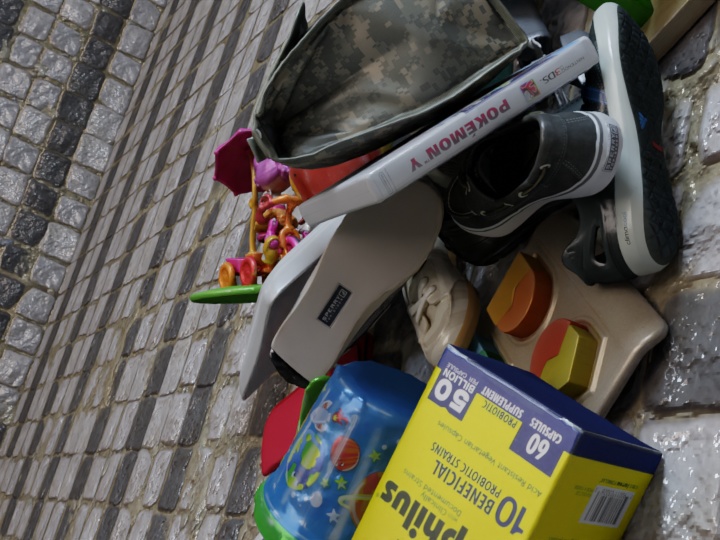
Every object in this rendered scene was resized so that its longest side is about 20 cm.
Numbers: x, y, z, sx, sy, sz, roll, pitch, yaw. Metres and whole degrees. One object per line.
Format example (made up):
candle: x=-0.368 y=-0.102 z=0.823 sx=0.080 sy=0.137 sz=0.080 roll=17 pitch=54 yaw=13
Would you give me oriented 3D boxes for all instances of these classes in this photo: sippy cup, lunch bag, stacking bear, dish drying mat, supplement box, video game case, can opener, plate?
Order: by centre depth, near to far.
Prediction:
supplement box: x=0.072 y=0.165 z=0.669 sx=0.108 sy=0.109 sz=0.202 roll=30 pitch=96 yaw=41
video game case: x=0.054 y=-0.092 z=0.796 sx=0.181 sy=0.023 sz=0.200 roll=-33 pitch=6 yaw=-14
lunch bag: x=0.003 y=-0.146 z=0.817 sx=0.199 sy=0.118 sz=0.164 roll=-32 pitch=4 yaw=1
sippy cup: x=0.004 y=0.144 z=0.829 sx=0.177 sy=0.139 sz=0.132 roll=29 pitch=107 yaw=24
can opener: x=0.164 y=-0.189 z=0.945 sx=0.066 sy=0.054 sz=0.201 roll=-20 pitch=36 yaw=11
plate: x=-0.039 y=0.007 z=1.019 sx=0.200 sy=0.032 sz=0.201 roll=-45 pitch=-12 yaw=-31
dish drying mat: x=-0.048 y=0.136 z=1.124 sx=0.200 sy=0.018 sz=0.078 roll=-42 pitch=33 yaw=45
stacking bear: x=-0.021 y=-0.120 z=1.125 sx=0.112 sy=0.123 sz=0.200 roll=-20 pitch=18 yaw=13

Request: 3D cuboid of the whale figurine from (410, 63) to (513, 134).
whale figurine: x=0.068 y=-0.215 z=0.952 sx=0.103 sy=0.158 sz=0.203 roll=-10 pitch=93 yaw=40

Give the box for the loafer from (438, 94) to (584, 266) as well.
loafer: x=0.130 y=-0.077 z=0.858 sx=0.200 sy=0.070 sz=0.069 roll=-43 pitch=33 yaw=35

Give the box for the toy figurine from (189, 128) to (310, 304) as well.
toy figurine: x=-0.102 y=-0.064 z=1.194 sx=0.199 sy=0.148 sz=0.187 roll=-11 pitch=81 yaw=59

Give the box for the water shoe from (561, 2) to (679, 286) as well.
water shoe: x=0.161 y=-0.089 z=0.758 sx=0.078 sy=0.071 sz=0.203 roll=-19 pitch=59 yaw=36

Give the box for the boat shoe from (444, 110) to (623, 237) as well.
boat shoe: x=0.100 y=-0.070 z=0.761 sx=0.200 sy=0.056 sz=0.070 roll=158 pitch=118 yaw=-66

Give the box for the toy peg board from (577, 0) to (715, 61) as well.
toy peg board: x=0.220 y=-0.289 z=0.837 sx=0.200 sy=0.097 sz=0.201 roll=-48 pitch=29 yaw=36

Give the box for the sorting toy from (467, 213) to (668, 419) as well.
sorting toy: x=0.116 y=0.074 z=0.795 sx=0.201 sy=0.036 sz=0.186 roll=-59 pitch=24 yaw=18

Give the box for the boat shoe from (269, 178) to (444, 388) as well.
boat shoe: x=0.000 y=0.000 z=0.922 sx=0.200 sy=0.074 sz=0.093 roll=-50 pitch=1 yaw=17

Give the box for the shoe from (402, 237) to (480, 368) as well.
shoe: x=0.055 y=0.018 z=0.924 sx=0.201 sy=0.053 sz=0.071 roll=-95 pitch=29 yaw=-64

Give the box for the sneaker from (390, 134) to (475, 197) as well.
sneaker: x=0.063 y=-0.149 z=1.078 sx=0.106 sy=0.074 sz=0.202 roll=-38 pitch=35 yaw=53

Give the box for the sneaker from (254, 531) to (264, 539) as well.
sneaker: x=-0.045 y=0.243 z=0.930 sx=0.200 sy=0.080 sz=0.148 roll=-51 pitch=30 yaw=44
